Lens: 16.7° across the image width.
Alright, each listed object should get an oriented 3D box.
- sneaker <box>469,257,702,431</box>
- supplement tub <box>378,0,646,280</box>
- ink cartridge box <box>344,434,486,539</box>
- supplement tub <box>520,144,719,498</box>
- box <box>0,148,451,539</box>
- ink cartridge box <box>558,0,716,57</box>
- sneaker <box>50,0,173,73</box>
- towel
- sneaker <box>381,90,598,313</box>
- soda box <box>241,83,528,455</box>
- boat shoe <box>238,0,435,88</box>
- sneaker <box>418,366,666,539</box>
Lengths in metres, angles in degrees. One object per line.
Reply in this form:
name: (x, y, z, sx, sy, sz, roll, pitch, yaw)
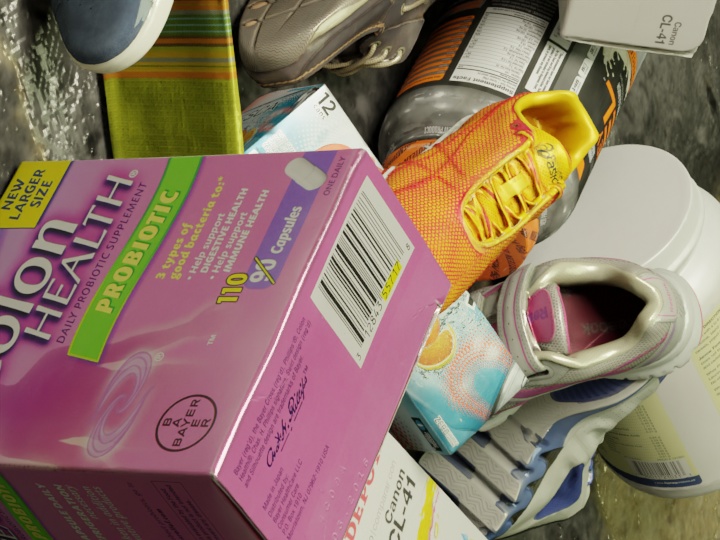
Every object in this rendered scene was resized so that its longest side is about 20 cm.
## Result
sneaker: (0.090, 0.034, 1.374, 0.088, 0.199, 0.082, 55, 17, -72)
supplement tub: (0.087, -0.097, 1.430, 0.123, 0.122, 0.200, 60, 44, -37)
ink cartridge box: (-0.006, 0.180, 1.306, 0.200, 0.085, 0.148, 50, 50, -46)
supplement tub: (0.186, 0.033, 1.560, 0.200, 0.145, 0.145, 58, 44, -38)
box: (-0.089, 0.043, 1.088, 0.097, 0.199, 0.176, 55, 47, -39)
ink cartridge box: (0.160, -0.243, 1.382, 0.148, 0.085, 0.200, 101, -6, -46)
sneaker: (-0.136, -0.193, 1.140, 0.084, 0.075, 0.201, 14, 68, -57)
towel: (-0.091, -0.067, 1.189, 0.018, 0.086, 0.201, -16, 104, -48)
sneaker: (0.061, -0.043, 1.245, 0.073, 0.077, 0.200, 57, 37, -16)
soda box: (0.000, 0.000, 1.281, 0.064, 0.068, 0.200, -42, 108, -20)
boat shoe: (0.004, -0.144, 1.348, 0.200, 0.074, 0.074, -46, 127, -45)
sneaker: (0.115, 0.090, 1.472, 0.199, 0.081, 0.115, -47, 159, 8)
